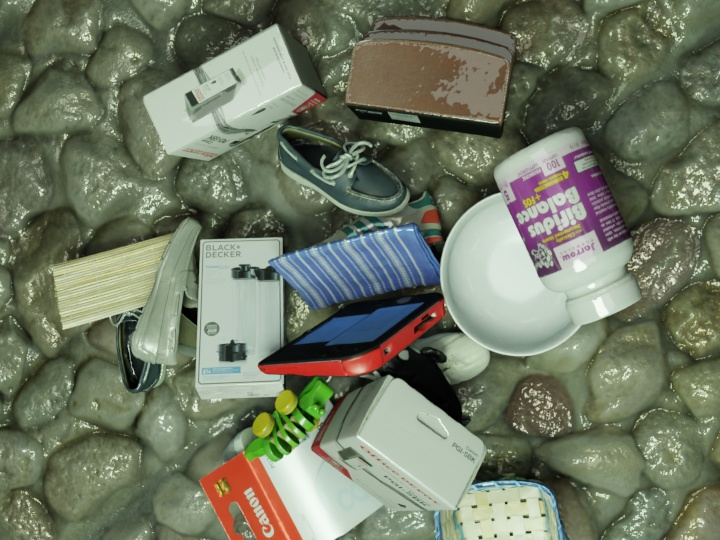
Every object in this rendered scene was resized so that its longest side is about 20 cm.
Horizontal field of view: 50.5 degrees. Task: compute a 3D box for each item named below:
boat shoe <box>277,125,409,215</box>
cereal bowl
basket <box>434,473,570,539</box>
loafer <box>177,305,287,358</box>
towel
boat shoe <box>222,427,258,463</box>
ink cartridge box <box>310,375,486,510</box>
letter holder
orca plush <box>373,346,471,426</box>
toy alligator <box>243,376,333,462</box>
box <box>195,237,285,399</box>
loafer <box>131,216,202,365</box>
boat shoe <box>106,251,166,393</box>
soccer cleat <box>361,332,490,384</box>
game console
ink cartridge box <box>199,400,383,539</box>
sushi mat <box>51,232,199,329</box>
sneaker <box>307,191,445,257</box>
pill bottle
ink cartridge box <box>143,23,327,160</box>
[{"bbox_3d":[-0.026,-0.135,0.988,0.198,0.062,0.075,31,65,26],"label":"boat shoe"},{"bbox_3d":[0.199,0.002,0.969,0.196,0.083,0.205,0,92,11],"label":"cereal bowl"},{"bbox_3d":[0.165,0.329,0.929,0.173,0.200,0.142,-11,91,10],"label":"basket"},{"bbox_3d":[-0.186,0.090,1.049,0.196,0.075,0.071,13,109,10],"label":"loafer"},{"bbox_3d":[0.000,0.000,0.978,0.196,0.145,0.024,-13,60,16],"label":"towel"},{"bbox_3d":[-0.115,0.310,1.060,0.071,0.070,0.202,-40,89,34],"label":"boat shoe"},{"bbox_3d":[0.039,0.216,0.927,0.146,0.200,0.083,37,65,-5],"label":"ink cartridge box"},{"bbox_3d":[0.093,-0.260,0.971,0.196,0.100,0.145,10,93,10],"label":"letter holder"},{"bbox_3d":[0.077,0.171,0.957,0.104,0.072,0.202,-22,122,7],"label":"orca plush"},{"bbox_3d":[-0.070,0.178,0.957,0.200,0.054,0.059,-44,125,4],"label":"toy alligator"},{"bbox_3d":[-0.155,0.060,1.001,0.114,0.060,0.204,-1,66,-3],"label":"box"},{"bbox_3d":[-0.245,0.028,1.023,0.069,0.070,0.204,18,74,-11],"label":"loafer"},{"bbox_3d":[-0.318,0.071,1.084,0.073,0.062,0.205,2,92,13],"label":"boat shoe"},{"bbox_3d":[0.071,0.120,1.002,0.196,0.078,0.071,-2,92,11],"label":"soccer cleat"},{"bbox_3d":[-0.005,0.075,0.930,0.174,0.199,0.032,-4,107,39],"label":"game console"},{"bbox_3d":[-0.086,0.288,1.000,0.198,0.047,0.162,-28,86,-29],"label":"ink cartridge box"},{"bbox_3d":[-0.324,0.010,1.060,0.196,0.012,0.097,-16,73,-11],"label":"sushi mat"},{"bbox_3d":[0.014,-0.052,1.020,0.196,0.070,0.095,-11,73,13],"label":"sneaker"},{"bbox_3d":[0.237,-0.047,0.861,0.111,0.112,0.203,-25,87,11],"label":"pill bottle"},{"bbox_3d":[-0.158,-0.224,0.997,0.197,0.147,0.084,-24,90,12],"label":"ink cartridge box"}]
